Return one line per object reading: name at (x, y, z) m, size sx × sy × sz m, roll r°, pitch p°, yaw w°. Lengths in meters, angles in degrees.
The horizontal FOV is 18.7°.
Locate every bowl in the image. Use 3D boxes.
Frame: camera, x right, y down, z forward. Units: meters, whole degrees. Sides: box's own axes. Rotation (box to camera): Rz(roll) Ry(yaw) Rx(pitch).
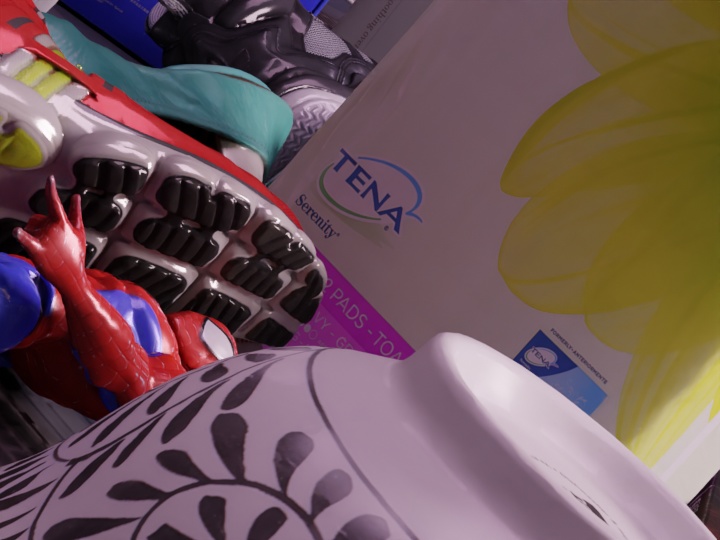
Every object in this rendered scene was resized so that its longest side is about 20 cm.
bowl at (0.020, 0.076, 0.464) m, size 0.200 × 0.094 × 0.201 m, roll 38°, pitch 10°, yaw -8°

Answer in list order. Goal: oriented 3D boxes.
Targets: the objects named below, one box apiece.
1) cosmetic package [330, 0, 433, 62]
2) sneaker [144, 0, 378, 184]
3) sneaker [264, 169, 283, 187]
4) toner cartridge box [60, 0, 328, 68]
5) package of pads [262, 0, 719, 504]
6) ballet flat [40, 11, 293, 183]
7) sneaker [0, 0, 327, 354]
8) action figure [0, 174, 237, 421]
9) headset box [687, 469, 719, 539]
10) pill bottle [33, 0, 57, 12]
cosmetic package at (0.118, -0.124, 1.391) m, size 0.200 × 0.168 × 0.166 m, roll 47°, pitch 12°, yaw 28°
sneaker at (-0.026, -0.090, 0.966) m, size 0.114 × 0.075 × 0.200 m, roll 56°, pitch 17°, yaw 10°
sneaker at (0.000, 0.000, 0.807) m, size 0.091 × 0.077 × 0.200 m, roll 54°, pitch 13°, yaw -7°
toner cartridge box at (-0.109, -0.163, 0.982) m, size 0.200 × 0.095 × 0.043 m, roll 36°, pitch 10°, yaw -24°
package of pads at (0.057, -0.009, 0.641) m, size 0.155 × 0.200 × 0.068 m, roll 46°, pitch 7°, yaw 33°
ballet flat at (-0.073, -0.031, 0.688) m, size 0.200 × 0.067 × 0.071 m, roll 13°, pitch 47°, yaw -63°
sneaker at (-0.086, -0.041, 0.565) m, size 0.200 × 0.077 × 0.085 m, roll 33°, pitch 33°, yaw -35°
action figure at (-0.091, 0.002, 0.492) m, size 0.065 × 0.052 × 0.200 m, roll 15°, pitch -8°, yaw 36°
headset box at (0.153, 0.111, 0.709) m, size 0.149 × 0.077 × 0.200 m, roll 40°, pitch 26°, yaw 0°
pill bottle at (-0.177, -0.166, 0.719) m, size 0.200 × 0.111 × 0.111 m, roll 46°, pitch 12°, yaw 29°
